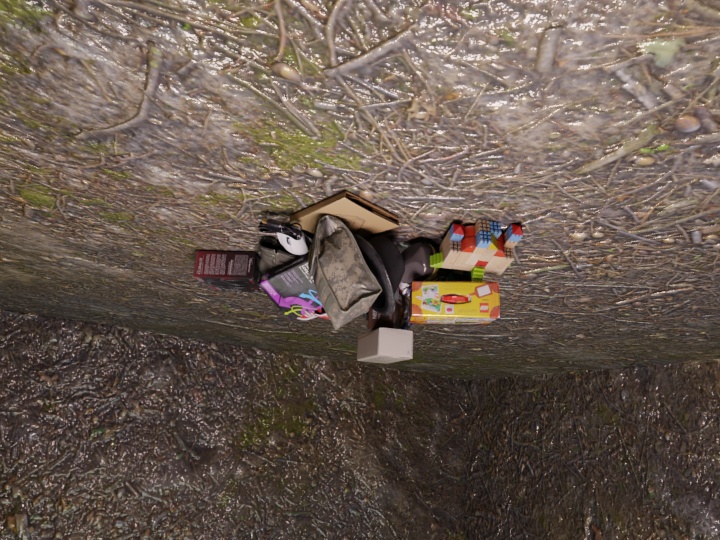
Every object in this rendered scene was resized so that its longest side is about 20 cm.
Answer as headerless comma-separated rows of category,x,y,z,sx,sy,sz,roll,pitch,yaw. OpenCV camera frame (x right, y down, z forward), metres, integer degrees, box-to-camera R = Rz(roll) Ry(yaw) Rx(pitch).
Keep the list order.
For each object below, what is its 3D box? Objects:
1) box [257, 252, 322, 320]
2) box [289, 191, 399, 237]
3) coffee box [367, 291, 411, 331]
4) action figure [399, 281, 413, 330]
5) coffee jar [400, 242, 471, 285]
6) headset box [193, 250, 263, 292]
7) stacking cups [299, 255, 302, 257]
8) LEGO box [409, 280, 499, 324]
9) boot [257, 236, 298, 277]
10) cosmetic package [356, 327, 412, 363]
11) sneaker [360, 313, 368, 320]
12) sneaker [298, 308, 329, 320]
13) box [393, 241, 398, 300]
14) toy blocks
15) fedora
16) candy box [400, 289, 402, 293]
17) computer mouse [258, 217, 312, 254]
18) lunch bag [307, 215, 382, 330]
box,-0.140,0.039,1.304,0.195,0.037,0.144,-25,122,24
box,-0.038,-0.108,1.129,0.160,0.022,0.196,20,158,-39
coffee box,0.089,0.128,1.506,0.077,0.119,0.200,-3,164,19
action figure,0.168,0.069,1.456,0.190,0.204,0.105,25,-166,-34
coffee jar,0.179,-0.003,1.261,0.195,0.089,0.103,13,150,-41
headset box,-0.368,0.005,1.481,0.191,0.081,0.149,1,163,7
stacking cups,-0.112,-0.016,1.401,0.192,0.063,0.061,10,164,2
LEGO box,0.211,0.077,1.215,0.191,0.081,0.149,1,168,3
boot,-0.171,-0.005,1.326,0.193,0.069,0.132,20,142,-5
cosmetic package,0.064,0.210,1.442,0.099,0.076,0.200,8,164,-16
sneaker,-0.004,0.086,1.493,0.077,0.078,0.200,22,171,24
sneaker,-0.139,0.101,1.494,0.192,0.074,0.112,3,165,20
box,0.000,0.000,1.312,0.191,0.051,0.161,3,137,8
toy blocks,0.259,-0.054,1.131,0.191,0.104,0.138,6,151,-7
fedora,0.045,-0.004,1.178,0.090,0.204,0.201,-31,175,-21
candy box,0.014,0.031,1.496,0.193,0.058,0.115,-5,162,25
computer mouse,-0.157,-0.069,1.201,0.105,0.046,0.200,9,171,14
lunch bag,-0.054,0.001,1.124,0.115,0.205,0.165,-25,168,-17
